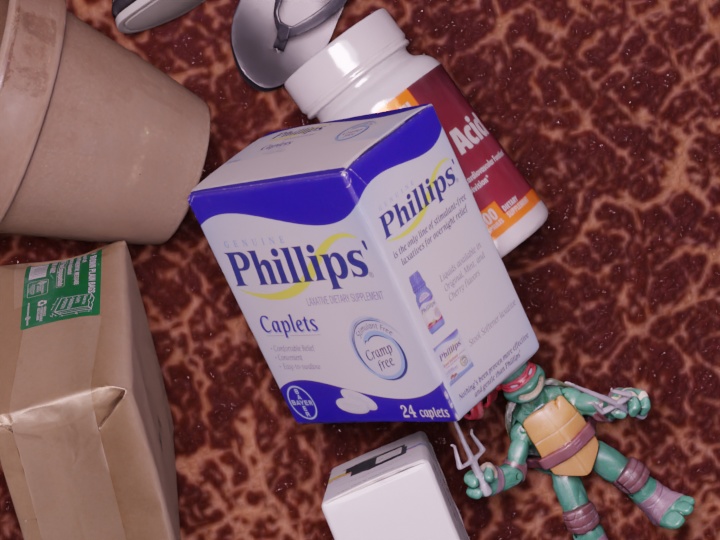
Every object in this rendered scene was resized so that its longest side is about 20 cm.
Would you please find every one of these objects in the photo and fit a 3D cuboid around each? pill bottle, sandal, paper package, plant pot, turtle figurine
[{"bbox_3d":[0.040,-0.088,1.549,0.114,0.114,0.200,-37,92,-1],"label":"pill bottle"},{"bbox_3d":[-0.030,-0.227,1.583,0.076,0.043,0.201,38,89,-1],"label":"sandal"},{"bbox_3d":[-0.193,0.110,1.475,0.103,0.200,0.192,-10,122,-1],"label":"paper package"},{"bbox_3d":[-0.207,-0.099,1.520,0.174,0.200,0.202,17,90,-19],"label":"plant pot"},{"bbox_3d":[0.156,0.131,1.562,0.149,0.101,0.200,-35,107,13],"label":"turtle figurine"}]

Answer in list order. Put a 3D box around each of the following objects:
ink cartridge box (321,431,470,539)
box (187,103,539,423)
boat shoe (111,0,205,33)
[{"bbox_3d":[0.038,0.207,1.509,0.082,0.200,0.147,-23,90,1],"label":"ink cartridge box"},{"bbox_3d":[0.000,0.000,1.481,0.105,0.183,0.201,-38,111,-37],"label":"box"},{"bbox_3d":[-0.111,-0.254,1.566,0.199,0.074,0.061,-35,83,5],"label":"boat shoe"}]
